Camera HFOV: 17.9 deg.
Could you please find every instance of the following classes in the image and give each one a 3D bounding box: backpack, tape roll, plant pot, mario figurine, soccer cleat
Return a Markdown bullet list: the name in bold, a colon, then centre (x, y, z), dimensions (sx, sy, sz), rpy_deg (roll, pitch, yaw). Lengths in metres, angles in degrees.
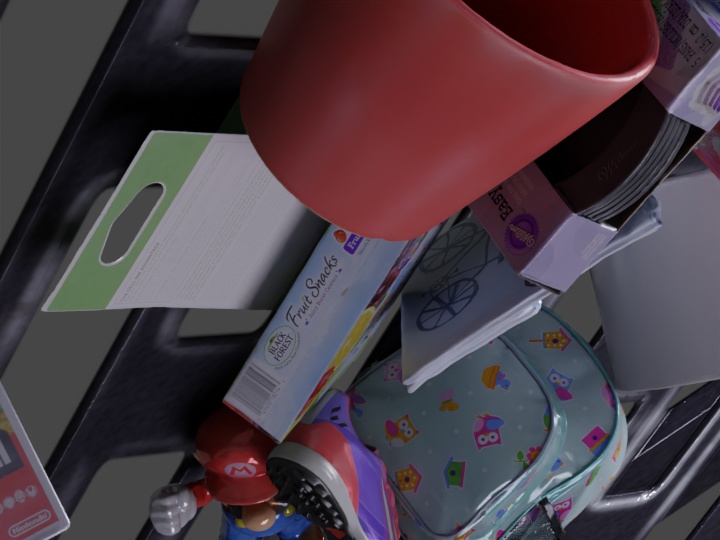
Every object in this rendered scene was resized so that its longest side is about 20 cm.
- **backpack**: centre (0.091, 0.117, 1.651), dimensions (0.200, 0.176, 0.153), rpy_deg (-36, 153, -10)
- **tape roll**: centre (0.262, -0.005, 1.607), dimensions (0.202, 0.140, 0.203), rpy_deg (-14, -179, 0)
- **plant pot**: centre (0.037, -0.123, 1.279), dimensions (0.200, 0.201, 0.177), rpy_deg (0, 142, -45)
- **mario figurine**: centre (-0.074, 0.172, 1.618), dimensions (0.123, 0.106, 0.200), rpy_deg (-46, 156, -18)
- **soccer cleat**: centre (0.000, 0.163, 1.576), dimensions (0.073, 0.068, 0.200), rpy_deg (-58, 141, -26)

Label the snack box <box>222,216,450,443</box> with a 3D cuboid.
- **snack box**: centre (0.000, 0.000, 1.465), dimensions (0.200, 0.053, 0.142), rpy_deg (-57, 175, 30)

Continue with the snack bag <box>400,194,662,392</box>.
- **snack bag**: centre (0.108, -0.016, 1.489), dimensions (0.200, 0.189, 0.021), rpy_deg (-34, 109, 15)

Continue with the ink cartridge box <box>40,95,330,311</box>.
- **ink cartridge box**: centre (-0.094, -0.040, 1.377), dimensions (0.200, 0.048, 0.146), rpy_deg (2, 131, -46)

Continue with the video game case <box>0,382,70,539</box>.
- **video game case**: centre (-0.265, 0.083, 1.244), dimensions (0.143, 0.200, 0.017), rpy_deg (-27, -179, -17)

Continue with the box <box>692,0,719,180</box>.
- **box**: centre (0.236, -0.134, 1.438), dimensions (0.100, 0.200, 0.096), rpy_deg (-33, 147, -8)

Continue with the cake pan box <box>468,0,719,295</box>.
- **cake pan box**: centre (0.122, -0.113, 1.351), dimensions (0.052, 0.200, 0.184), rpy_deg (18, 120, -44)
